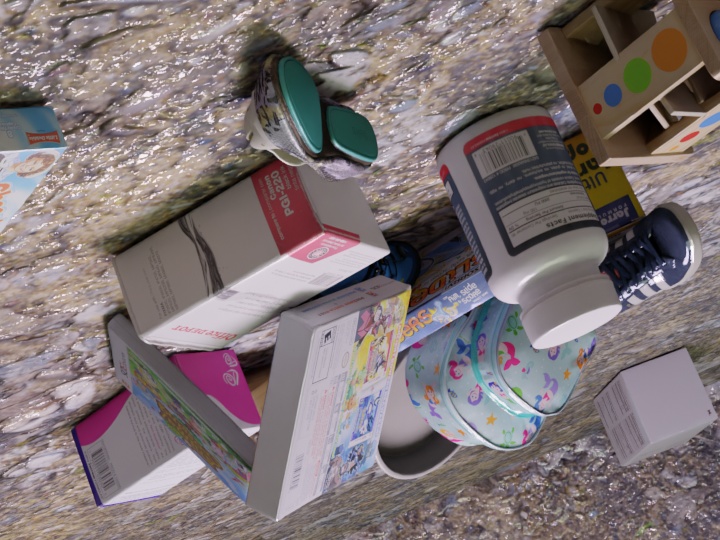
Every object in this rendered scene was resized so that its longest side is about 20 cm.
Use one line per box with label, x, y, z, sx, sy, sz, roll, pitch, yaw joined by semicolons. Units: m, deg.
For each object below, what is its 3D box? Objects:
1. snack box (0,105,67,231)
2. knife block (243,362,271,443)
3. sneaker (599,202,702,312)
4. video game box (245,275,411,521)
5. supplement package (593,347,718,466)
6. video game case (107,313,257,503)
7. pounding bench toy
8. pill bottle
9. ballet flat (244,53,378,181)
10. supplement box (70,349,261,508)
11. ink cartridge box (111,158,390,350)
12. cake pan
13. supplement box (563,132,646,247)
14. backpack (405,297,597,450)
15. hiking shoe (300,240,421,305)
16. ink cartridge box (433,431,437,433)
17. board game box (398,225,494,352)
snack box;-0.296;-0.045;1.074;0.115;0.037;0.200;-10;158;-40
knife block;-0.112;0.150;1.870;0.198;0.065;0.175;-13;-169;35
sneaker;0.261;0.001;1.519;0.084;0.075;0.200;-22;164;-23
video game box;-0.029;0.118;1.492;0.182;0.046;0.202;-17;124;-55
supplement package;0.575;0.270;3.046;0.150;0.152;0.200;-18;163;-14
video game case;-0.176;0.143;1.561;0.022;0.200;0.182;-44;170;-18
pounding bench toy;0.281;-0.182;1.276;0.199;0.125;0.156;-6;157;-45
pill bottle;0.159;-0.037;1.428;0.118;0.202;0.120;-21;164;-6
ballet flat;-0.049;-0.107;1.173;0.072;0.073;0.200;-27;162;14
supplement box;-0.221;0.180;1.767;0.199;0.102;0.103;-35;160;35
ink cartridge box;-0.096;-0.012;1.370;0.199;0.085;0.145;-31;162;18
cake pan;0.077;0.147;1.822;0.199;0.037;0.202;-25;130;-35
supplement box;0.233;-0.057;1.630;0.108;0.110;0.200;-26;164;6
backpack;0.150;0.094;1.693;0.150;0.177;0.201;7;-121;56
hiking shoe;0.000;0.000;1.560;0.199;0.075;0.087;-17;153;-45
ink cartridge box;-0.009;0.172;1.940;0.198;0.084;0.145;-21;-153;-7
board game box;0.075;0.018;1.644;0.199;0.035;0.136;-32;-159;23
